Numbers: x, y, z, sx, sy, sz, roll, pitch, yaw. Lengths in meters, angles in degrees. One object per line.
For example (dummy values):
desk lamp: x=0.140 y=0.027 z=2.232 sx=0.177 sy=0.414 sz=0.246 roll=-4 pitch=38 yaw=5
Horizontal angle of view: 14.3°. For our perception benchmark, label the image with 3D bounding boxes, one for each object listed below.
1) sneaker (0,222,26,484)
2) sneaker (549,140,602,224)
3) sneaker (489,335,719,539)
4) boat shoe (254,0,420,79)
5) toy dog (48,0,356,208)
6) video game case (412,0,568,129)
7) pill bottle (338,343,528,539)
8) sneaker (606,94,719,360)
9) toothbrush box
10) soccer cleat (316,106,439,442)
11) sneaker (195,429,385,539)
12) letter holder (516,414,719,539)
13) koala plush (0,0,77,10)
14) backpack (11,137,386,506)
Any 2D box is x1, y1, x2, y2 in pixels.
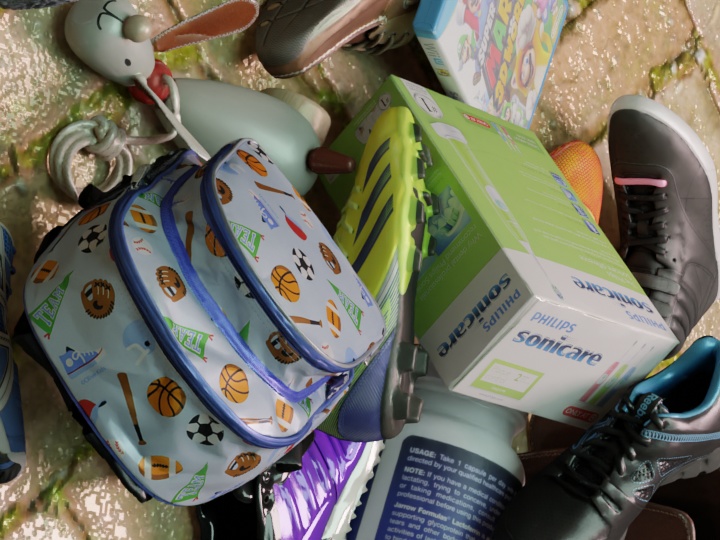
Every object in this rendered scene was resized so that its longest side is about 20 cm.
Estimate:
sneaker: x=-0.211 y=0.018 z=1.536 sx=0.077 sy=0.076 sz=0.201 roll=-29 pitch=111 yaw=-39
sneaker: x=0.137 y=0.003 z=1.910 sx=0.073 sy=0.077 sz=0.201 roll=38 pitch=56 yaw=-38
sneaker: x=0.152 y=0.111 z=1.729 sx=0.200 sy=0.073 sz=0.082 roll=-38 pitch=146 yaw=-26
boat shoe: x=0.010 y=-0.169 z=1.785 sx=0.200 sy=0.076 sz=0.072 roll=-44 pitch=121 yaw=-37
toy dog: x=-0.078 y=-0.090 z=1.669 sx=0.200 sy=0.096 sz=0.132 roll=13 pitch=79 yaw=-46
video game case: x=0.087 y=-0.164 z=1.852 sx=0.200 sy=0.018 sz=0.144 roll=58 pitch=47 yaw=-58
pill bottle: x=0.036 y=0.154 z=1.769 sx=0.116 sy=0.115 sz=0.201 roll=34 pitch=65 yaw=-41
sneaker: x=0.199 y=-0.021 z=1.962 sx=0.099 sy=0.070 sz=0.200 roll=-58 pitch=143 yaw=-37
toothbrush box: x=0.081 y=-0.010 z=1.765 sx=0.145 sy=0.200 sz=0.086 roll=17 pitch=121 yaw=-46
soccer cleat: x=0.000 y=0.000 z=1.679 sx=0.065 sy=0.083 sz=0.201 roll=40 pitch=54 yaw=-73
sneaker: x=-0.050 y=0.116 z=1.710 sx=0.099 sy=0.069 sz=0.201 roll=33 pitch=64 yaw=-41
letter holder: x=0.161 y=0.155 z=1.841 sx=0.100 sy=0.200 sz=0.143 roll=-5 pitch=92 yaw=-47
koala plush: x=-0.152 y=-0.244 z=1.501 sx=0.177 sy=0.200 sz=0.184 roll=33 pitch=75 yaw=-41
backpack: x=-0.086 y=0.031 z=1.528 sx=0.200 sy=0.154 sz=0.191 roll=49 pitch=27 yaw=-3
